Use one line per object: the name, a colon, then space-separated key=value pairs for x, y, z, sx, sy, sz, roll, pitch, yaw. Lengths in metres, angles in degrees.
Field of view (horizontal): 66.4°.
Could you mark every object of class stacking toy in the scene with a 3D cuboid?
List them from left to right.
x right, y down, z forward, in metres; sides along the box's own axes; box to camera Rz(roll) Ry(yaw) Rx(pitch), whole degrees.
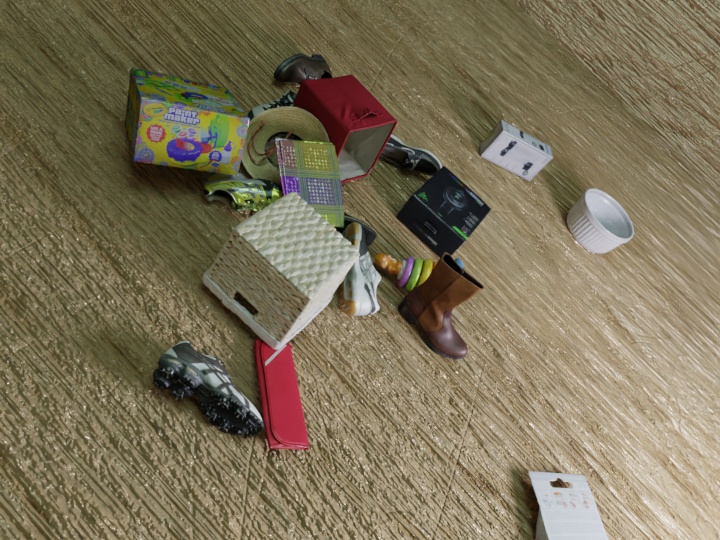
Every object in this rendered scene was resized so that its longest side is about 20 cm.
stacking toy: x=0.123 y=0.010 z=1.236 sx=0.198 sy=0.111 sz=0.116 roll=20 pitch=32 yaw=-4

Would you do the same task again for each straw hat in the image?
straw hat: x=-0.167 y=-0.268 z=1.247 sx=0.198 sy=0.085 sz=0.204 roll=0 pitch=90 yaw=-4

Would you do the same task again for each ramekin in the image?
ramekin: x=0.752 y=-0.149 z=1.745 sx=0.198 sy=0.105 sz=0.202 roll=17 pitch=50 yaw=-21

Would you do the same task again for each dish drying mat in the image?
dish drying mat: x=-0.137 y=0.208 z=0.943 sx=0.076 sy=0.018 sz=0.201 roll=16 pitch=41 yaw=-35

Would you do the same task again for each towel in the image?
towel: x=-0.104 y=-0.185 z=1.152 sx=0.142 sy=0.023 sz=0.202 roll=-2 pitch=76 yaw=-32

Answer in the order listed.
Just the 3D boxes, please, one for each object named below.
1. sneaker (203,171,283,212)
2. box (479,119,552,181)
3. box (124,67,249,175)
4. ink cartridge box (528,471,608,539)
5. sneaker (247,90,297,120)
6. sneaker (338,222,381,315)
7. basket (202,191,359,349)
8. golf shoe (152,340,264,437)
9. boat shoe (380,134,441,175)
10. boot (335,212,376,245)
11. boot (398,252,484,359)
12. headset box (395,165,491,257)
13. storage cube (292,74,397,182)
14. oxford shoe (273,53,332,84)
sneaker: x=-0.229 y=-0.148 z=1.141 sx=0.198 sy=0.076 sz=0.077 roll=16 pitch=58 yaw=-5
box: x=0.491 y=-0.378 z=1.742 sx=0.198 sy=0.117 sz=0.061 roll=20 pitch=48 yaw=-17
box: x=-0.348 y=-0.294 z=1.088 sx=0.198 sy=0.123 sz=0.193 roll=4 pitch=30 yaw=-30
ink cartridge box: x=0.405 y=0.505 z=1.078 sx=0.158 sy=0.047 sz=0.202 roll=13 pitch=46 yaw=-24
sneaker: x=-0.191 y=-0.392 z=1.323 sx=0.076 sy=0.088 sz=0.199 roll=50 pitch=48 yaw=8
sneaker: x=0.000 y=0.000 z=1.167 sx=0.087 sy=0.075 sz=0.203 roll=11 pitch=70 yaw=-33
basket: x=-0.142 y=-0.005 z=1.011 sx=0.198 sy=0.161 sz=0.200 roll=42 pitch=41 yaw=4
golf shoe: x=-0.228 y=0.185 z=0.883 sx=0.200 sy=0.078 sz=0.095 roll=42 pitch=29 yaw=-15
boat shoe: x=0.124 y=-0.303 z=1.479 sx=0.199 sy=0.074 sz=0.061 roll=29 pitch=46 yaw=-7
boot: x=-0.058 y=-0.141 z=1.243 sx=0.198 sy=0.078 sz=0.139 roll=19 pitch=44 yaw=-21
boot: x=0.195 y=0.079 z=1.147 sx=0.189 sy=0.200 sz=0.068 roll=48 pitch=46 yaw=8
headset box: x=0.210 y=-0.144 z=1.401 sx=0.174 sy=0.093 sz=0.200 roll=43 pitch=46 yaw=4
storage cube: x=-0.053 y=-0.334 z=1.305 sx=0.170 sy=0.201 sz=0.180 roll=-25 pitch=67 yaw=-41
oxford shoe: x=-0.146 y=-0.529 z=1.476 sx=0.199 sy=0.073 sz=0.085 roll=-28 pitch=76 yaw=-43
